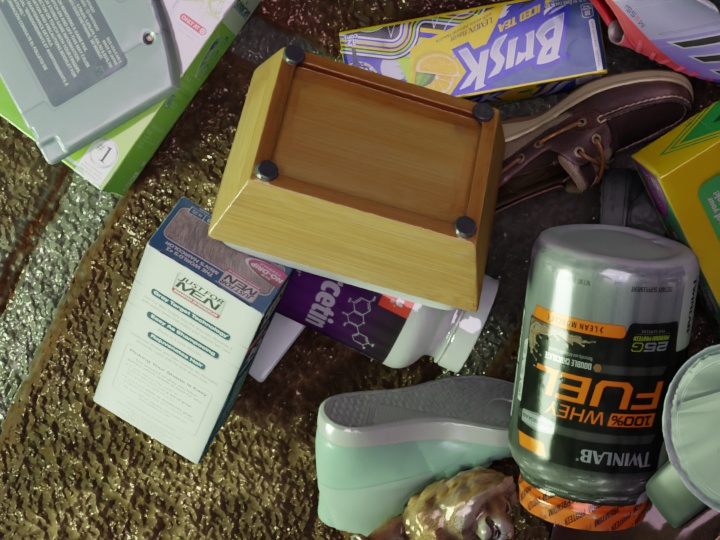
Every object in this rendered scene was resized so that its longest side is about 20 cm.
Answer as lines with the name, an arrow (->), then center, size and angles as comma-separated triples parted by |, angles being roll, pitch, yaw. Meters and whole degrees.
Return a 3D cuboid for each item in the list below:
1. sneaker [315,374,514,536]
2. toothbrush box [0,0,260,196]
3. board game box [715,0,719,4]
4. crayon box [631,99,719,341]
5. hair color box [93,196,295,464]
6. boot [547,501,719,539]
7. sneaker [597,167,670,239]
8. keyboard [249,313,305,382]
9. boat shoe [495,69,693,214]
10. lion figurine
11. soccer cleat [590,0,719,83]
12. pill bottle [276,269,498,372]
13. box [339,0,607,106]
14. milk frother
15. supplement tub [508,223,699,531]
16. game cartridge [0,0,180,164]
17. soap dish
sneaker -> 0.058, 0.150, 1.430 | 0.198, 0.074, 0.119 | -2, 122, -14
toothbrush box -> -0.192, -0.181, 1.430 | 0.145, 0.086, 0.201 | 36, 91, 4
board game box -> 0.215, -0.266, 1.346 | 0.199, 0.200, 0.041 | 39, 92, 2
crayon box -> 0.317, -0.043, 1.361 | 0.171, 0.058, 0.201 | -31, 117, 0
hair color box -> -0.126, 0.048, 1.375 | 0.099, 0.201, 0.061 | 30, 48, 3
boot -> 0.247, 0.144, 1.404 | 0.165, 0.072, 0.202 | 21, 95, 2
sneaker -> 0.232, -0.011, 1.413 | 0.103, 0.060, 0.202 | 2, 87, 7
keyboard -> -0.039, -0.007, 1.458 | 0.056, 0.011, 0.201 | 38, 92, -2
boat shoe -> 0.162, -0.088, 1.400 | 0.198, 0.072, 0.073 | -17, 55, 7
lion figurine -> 0.042, 0.228, 1.401 | 0.122, 0.201, 0.073 | -22, 63, -37
soccer cleat -> 0.228, -0.180, 1.377 | 0.199, 0.068, 0.073 | 38, 86, -15
pill bottle -> 0.000, 0.000, 1.396 | 0.198, 0.112, 0.113 | 25, 91, -1
box -> 0.087, -0.162, 1.420 | 0.198, 0.064, 0.071 | -10, 85, 3
milk frother -> 0.319, 0.137, 1.262 | 0.199, 0.187, 0.182 | 37, 120, 25
supplement tub -> 0.172, 0.076, 1.330 | 0.121, 0.123, 0.202 | 6, 105, 4
game cartridge -> -0.221, -0.198, 1.372 | 0.132, 0.041, 0.201 | -29, 85, 8
soap dish -> 0.005, -0.069, 1.319 | 0.198, 0.082, 0.159 | 16, 54, -3
